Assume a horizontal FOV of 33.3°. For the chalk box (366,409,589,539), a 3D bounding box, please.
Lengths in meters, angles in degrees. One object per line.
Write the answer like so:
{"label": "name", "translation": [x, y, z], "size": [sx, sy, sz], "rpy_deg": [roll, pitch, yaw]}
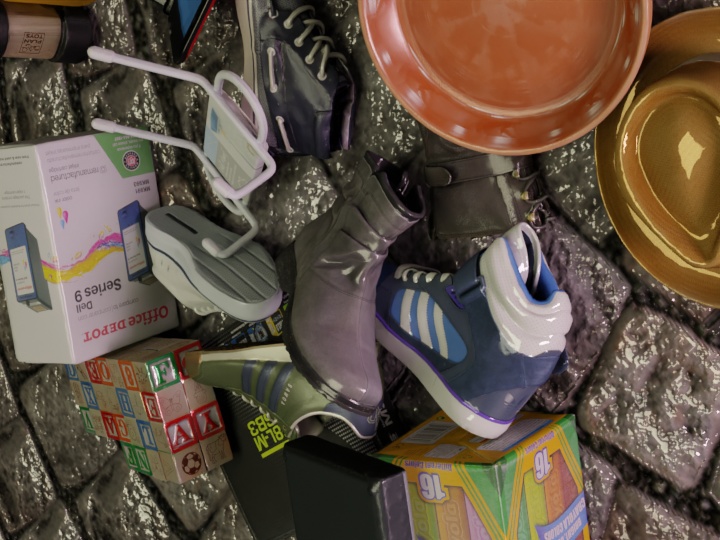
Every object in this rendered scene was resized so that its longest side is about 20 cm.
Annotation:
{"label": "chalk box", "translation": [0.100, 0.222, 0.936], "size": [0.123, 0.124, 0.203], "rpy_deg": [-3, 102, 38]}

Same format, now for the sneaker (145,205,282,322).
{"label": "sneaker", "translation": [-0.129, 0.006, 1.083], "size": [0.200, 0.072, 0.072], "rpy_deg": [37, 139, 48]}

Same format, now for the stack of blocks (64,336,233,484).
{"label": "stack of blocks", "translation": [-0.208, 0.127, 1.151], "size": [0.199, 0.058, 0.117], "rpy_deg": [0, 108, 55]}

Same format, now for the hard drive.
{"label": "hard drive", "translation": [-0.002, 0.237, 0.926], "size": [0.139, 0.033, 0.203], "rpy_deg": [8, 109, 56]}

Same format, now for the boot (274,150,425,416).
{"label": "boot", "translation": [0.000, 0.000, 0.897], "size": [0.132, 0.069, 0.201], "rpy_deg": [-49, 38, 22]}

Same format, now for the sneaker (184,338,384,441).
{"label": "sneaker", "translation": [-0.065, 0.104, 1.006], "size": [0.198, 0.067, 0.091], "rpy_deg": [-6, 90, 33]}

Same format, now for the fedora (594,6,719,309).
{"label": "fedora", "translation": [0.224, -0.068, 0.785], "size": [0.199, 0.081, 0.203], "rpy_deg": [12, 110, 35]}

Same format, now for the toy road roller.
{"label": "toy road roller", "translation": [-0.321, -0.297, 1.126], "size": [0.146, 0.122, 0.201], "rpy_deg": [49, 127, 31]}

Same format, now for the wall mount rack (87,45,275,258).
{"label": "wall mount rack", "translation": [-0.147, -0.108, 1.009], "size": [0.174, 0.074, 0.200], "rpy_deg": [49, 156, 11]}

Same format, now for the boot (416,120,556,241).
{"label": "boot", "translation": [0.109, -0.112, 0.884], "size": [0.199, 0.069, 0.176], "rpy_deg": [-13, 99, 43]}

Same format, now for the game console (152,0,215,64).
{"label": "game console", "translation": [-0.152, -0.301, 0.972], "size": [0.171, 0.119, 0.201], "rpy_deg": [34, 115, 4]}

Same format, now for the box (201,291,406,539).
{"label": "box", "translation": [-0.061, 0.130, 1.084], "size": [0.199, 0.047, 0.195], "rpy_deg": [-32, 78, 39]}

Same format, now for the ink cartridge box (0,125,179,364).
{"label": "ink cartridge box", "translation": [-0.260, -0.026, 1.132], "size": [0.087, 0.145, 0.203], "rpy_deg": [1, 102, 35]}

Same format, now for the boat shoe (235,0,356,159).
{"label": "boat shoe", "translation": [-0.046, -0.186, 0.978], "size": [0.092, 0.075, 0.202], "rpy_deg": [16, 120, 29]}

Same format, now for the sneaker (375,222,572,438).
{"label": "sneaker", "translation": [0.081, 0.012, 0.915], "size": [0.200, 0.080, 0.147], "rpy_deg": [49, 121, 39]}

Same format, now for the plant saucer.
{"label": "plant saucer", "translation": [0.094, -0.175, 0.797], "size": [0.198, 0.032, 0.203], "rpy_deg": [12, 121, 20]}
